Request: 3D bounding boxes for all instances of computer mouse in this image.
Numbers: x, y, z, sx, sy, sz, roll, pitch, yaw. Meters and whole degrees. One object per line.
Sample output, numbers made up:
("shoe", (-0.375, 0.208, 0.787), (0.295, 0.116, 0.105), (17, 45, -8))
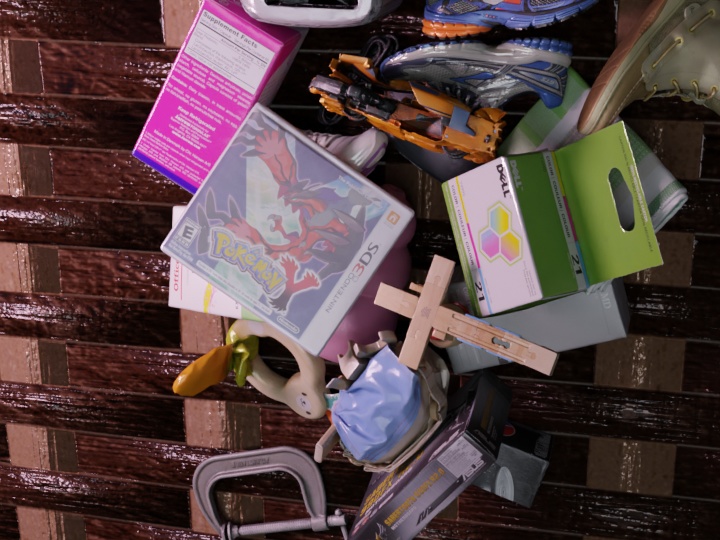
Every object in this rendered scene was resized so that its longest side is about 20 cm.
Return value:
("computer mouse", (0.041, -0.141, 1.402), (0.200, 0.046, 0.140), (48, 115, 2))

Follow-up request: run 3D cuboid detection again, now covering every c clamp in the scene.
("c clamp", (-0.111, 0.300, 1.625), (0.198, 0.027, 0.172), (-4, 109, 15))

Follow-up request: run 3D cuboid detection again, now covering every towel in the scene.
("towel", (0.230, -0.093, 1.340), (0.149, 0.031, 0.201), (-49, 57, 23))

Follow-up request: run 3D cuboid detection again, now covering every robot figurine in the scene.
("robot figurine", (0.046, -0.161, 1.297), (0.199, 0.145, 0.059), (22, 90, 5))

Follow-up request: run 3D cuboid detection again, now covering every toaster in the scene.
("toaster", (-0.033, -0.307, 1.325), (0.198, 0.129, 0.115), (6, 112, 12))

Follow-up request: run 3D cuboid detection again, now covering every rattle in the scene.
("rattle", (-0.090, 0.147, 1.495), (0.130, 0.143, 0.200), (-39, 94, 31))

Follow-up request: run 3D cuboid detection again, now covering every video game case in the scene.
("video game case", (-0.075, -0.041, 1.339), (0.199, 0.023, 0.183), (34, 93, -3))

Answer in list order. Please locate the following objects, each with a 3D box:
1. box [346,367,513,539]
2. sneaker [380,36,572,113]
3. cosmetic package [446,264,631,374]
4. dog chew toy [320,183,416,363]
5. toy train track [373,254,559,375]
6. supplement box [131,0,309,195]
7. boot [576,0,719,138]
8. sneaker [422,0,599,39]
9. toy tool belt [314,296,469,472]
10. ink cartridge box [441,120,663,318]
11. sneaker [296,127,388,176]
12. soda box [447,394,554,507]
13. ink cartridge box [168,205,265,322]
("box", (0.076, 0.212, 1.405), (0.048, 0.159, 0.200), (41, 115, -5))
("sneaker", (0.119, -0.195, 1.339), (0.198, 0.077, 0.086), (-1, 99, 7))
("cosmetic package", (0.187, 0.034, 1.420), (0.198, 0.090, 0.108), (-15, 102, 22))
("dog chew toy", (0.000, 0.000, 1.439), (0.124, 0.125, 0.201), (24, 106, 4))
("toy train track", (0.108, 0.058, 1.307), (0.199, 0.032, 0.116), (22, 94, 24))
("supplement box", (-0.151, -0.194, 1.411), (0.103, 0.101, 0.201), (32, 113, 1))
("boot", (0.321, -0.178, 1.284), (0.155, 0.073, 0.201), (38, 79, -6))
("sneaker", (0.155, -0.284, 1.318), (0.198, 0.075, 0.079), (-5, 105, 14))
("toy tool belt", (0.031, 0.120, 1.370), (0.125, 0.122, 0.201), (44, 117, 30))
("ink cartridge box", (0.183, -0.048, 1.276), (0.199, 0.075, 0.149), (-22, 80, 54))
("sneaker", (-0.057, -0.119, 1.409), (0.199, 0.075, 0.100), (-24, 101, 40))
("soda box", (0.119, 0.198, 1.510), (0.199, 0.063, 0.071), (21, 114, 6))
("ink cartridge box", (-0.149, -0.010, 1.441), (0.199, 0.067, 0.118), (6, 95, 41))
